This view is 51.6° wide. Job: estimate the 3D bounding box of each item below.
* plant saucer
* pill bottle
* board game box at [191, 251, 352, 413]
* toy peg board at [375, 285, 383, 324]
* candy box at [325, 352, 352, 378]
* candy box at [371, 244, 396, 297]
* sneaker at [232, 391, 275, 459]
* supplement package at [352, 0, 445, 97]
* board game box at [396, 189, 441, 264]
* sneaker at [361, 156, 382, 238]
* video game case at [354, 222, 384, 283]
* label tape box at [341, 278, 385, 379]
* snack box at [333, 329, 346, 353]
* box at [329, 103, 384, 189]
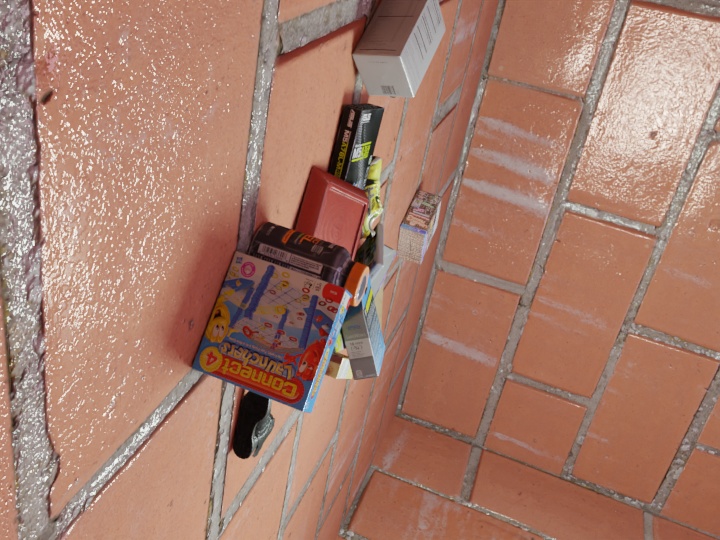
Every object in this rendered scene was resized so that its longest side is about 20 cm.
[{"bbox_3d":[-0.054,-0.086,1.511,0.199,0.036,0.203,17,88,-57],"label":"plant saucer"},{"bbox_3d":[-0.086,-0.003,1.269,0.106,0.197,0.108,18,90,-79],"label":"pill bottle"},{"bbox_3d":[-0.138,0.096,1.176,0.056,0.197,0.199,55,54,-74],"label":"board game box"},{"bbox_3d":[0.001,0.114,2.172,0.200,0.096,0.204,6,86,-79],"label":"toy peg board"},{"bbox_3d":[-0.082,0.222,1.825,0.200,0.113,0.056,38,70,-78],"label":"candy box"},{"bbox_3d":[0.020,0.023,1.964,0.170,0.071,0.200,-63,-179,-9],"label":"candy box"},{"bbox_3d":[-0.208,0.302,1.508,0.104,0.059,0.203,-37,148,-68],"label":"sneaker"},{"bbox_3d":[0.083,-0.467,1.518,0.202,0.112,0.110,-64,148,-25],"label":"supplement package"},{"bbox_3d":[0.211,-0.158,2.679,0.161,0.095,0.202,93,19,-51],"label":"board game box"},{"bbox_3d":[0.023,-0.173,1.794,0.075,0.075,0.204,-4,110,-76],"label":"sneaker"},{"bbox_3d":[0.000,0.000,1.810,0.183,0.022,0.201,-53,-164,26],"label":"video game case"},{"bbox_3d":[0.001,0.117,1.660,0.145,0.062,0.204,-69,148,-69],"label":"label tape box"},{"bbox_3d":[-0.072,0.093,1.646,0.200,0.066,0.172,0,80,-79],"label":"snack box"},{"bbox_3d":[-0.011,-0.261,1.618,0.200,0.047,0.196,-39,147,-70],"label":"box"}]
